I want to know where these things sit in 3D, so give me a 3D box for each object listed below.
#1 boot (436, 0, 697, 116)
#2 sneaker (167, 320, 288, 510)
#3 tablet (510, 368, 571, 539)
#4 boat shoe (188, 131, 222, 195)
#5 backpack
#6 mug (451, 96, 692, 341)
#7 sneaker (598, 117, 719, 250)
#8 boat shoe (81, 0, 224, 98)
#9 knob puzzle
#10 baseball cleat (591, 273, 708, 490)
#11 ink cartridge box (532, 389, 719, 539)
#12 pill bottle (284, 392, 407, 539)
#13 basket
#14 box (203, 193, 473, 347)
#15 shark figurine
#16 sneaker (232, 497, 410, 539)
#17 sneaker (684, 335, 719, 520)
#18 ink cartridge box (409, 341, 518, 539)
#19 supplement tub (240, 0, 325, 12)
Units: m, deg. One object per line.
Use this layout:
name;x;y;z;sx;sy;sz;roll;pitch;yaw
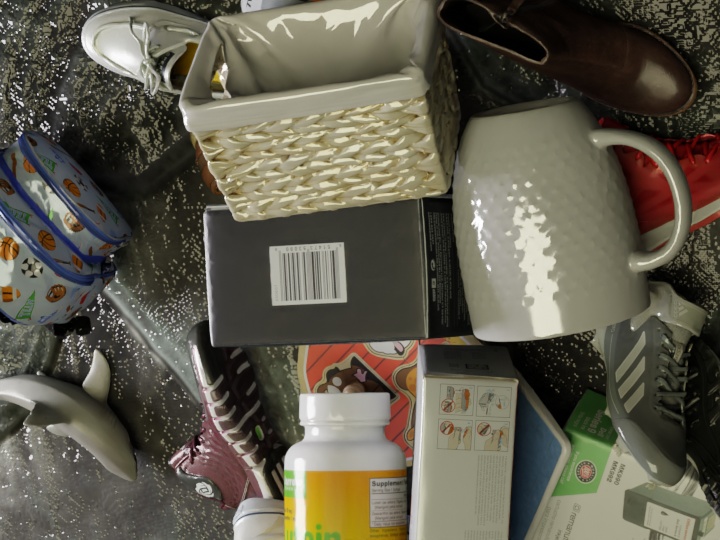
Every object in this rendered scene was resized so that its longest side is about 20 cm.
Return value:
boot;0.165;-0.170;1.539;0.200;0.166;0.072;28;109;11
sneaker;-0.149;0.150;1.858;0.115;0.076;0.200;-15;105;30
tablet;0.126;0.190;1.737;0.130;0.014;0.200;55;137;42
boat shoe;-0.063;-0.125;1.671;0.200;0.072;0.068;-25;65;34
backpack;-0.310;-0.034;1.781;0.200;0.191;0.154;44;104;1
mug;0.169;-0.048;1.545;0.200;0.148;0.176;-6;100;31
sneaker;0.253;-0.091;1.590;0.200;0.078;0.116;-36;95;29
boat shoe;-0.168;-0.185;1.719;0.201;0.086;0.075;16;116;15
knob puzzle;0.021;0.105;1.793;0.219;0.030;0.220;8;114;19
baseball cleat;0.247;0.081;1.604;0.070;0.200;0.106;26;124;-34
ink cartridge box;0.262;0.215;1.706;0.200;0.084;0.146;21;117;13
pill bottle;-0.013;0.210;1.742;0.111;0.111;0.201;-2;85;23
basket;-0.024;-0.130;1.538;0.199;0.136;0.124;-6;128;15
box;0.000;0.000;1.649;0.200;0.197;0.124;-3;90;24
shark figurine;-0.327;0.141;1.921;0.214;0.090;0.128;10;113;17
sneaker;-0.023;0.267;1.828;0.199;0.071;0.073;5;140;1
sneaker;0.305;0.141;1.629;0.074;0.079;0.200;-40;51;23
ink cartridge box;0.086;0.169;1.679;0.084;0.176;0.201;2;100;0
supplement tub;-0.021;-0.291;1.595;0.122;0.123;0.200;22;118;13
